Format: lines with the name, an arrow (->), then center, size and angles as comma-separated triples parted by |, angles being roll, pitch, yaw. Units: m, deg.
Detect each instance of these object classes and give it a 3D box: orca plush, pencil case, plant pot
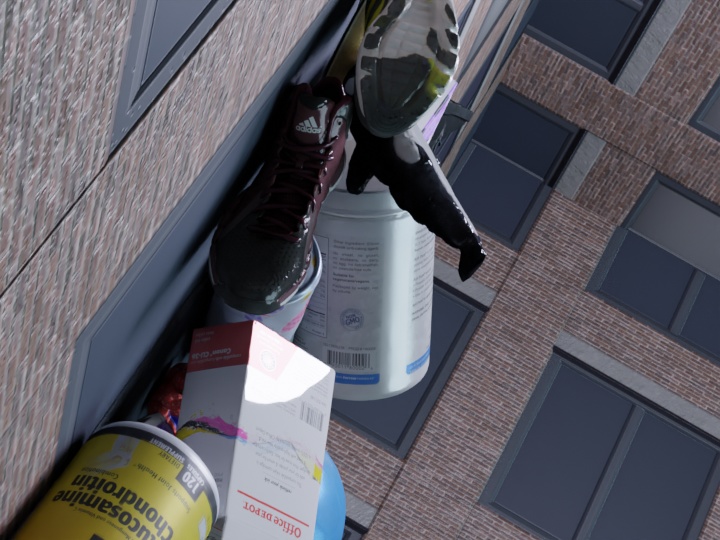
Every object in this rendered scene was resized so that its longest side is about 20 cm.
orca plush -> 0.027, -0.074, 1.271 | 0.071, 0.201, 0.105 | -33, 171, 10
pencil case -> -0.087, 0.033, 1.339 | 0.200, 0.083, 0.091 | 113, -5, -60
plant pot -> 0.014, -0.198, 1.388 | 0.201, 0.027, 0.200 | -61, 176, -8

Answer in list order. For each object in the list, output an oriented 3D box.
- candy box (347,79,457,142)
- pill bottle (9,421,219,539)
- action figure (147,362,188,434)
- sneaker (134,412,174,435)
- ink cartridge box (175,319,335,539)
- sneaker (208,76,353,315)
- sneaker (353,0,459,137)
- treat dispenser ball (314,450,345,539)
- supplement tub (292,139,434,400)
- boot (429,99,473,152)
candy box -> 0.013, -0.104, 1.708 | 0.168, 0.071, 0.200 | -56, 174, -49
pill bottle -> -0.185, 0.205, 1.092 | 0.200, 0.112, 0.112 | -57, 175, -47
action figure -> -0.140, 0.143, 1.386 | 0.065, 0.099, 0.200 | -60, 174, -29
sneaker -> -0.190, 0.203, 1.236 | 0.201, 0.083, 0.081 | -63, 176, 6
ink cartridge box -> -0.088, 0.154, 1.251 | 0.116, 0.067, 0.201 | 36, 53, -46
sneaker -> -0.055, -0.071, 1.177 | 0.116, 0.075, 0.201 | 107, 1, -49
sneaker -> 0.037, -0.183, 1.234 | 0.085, 0.074, 0.201 | 126, -19, -64
treat dispenser ball -> -0.115, 0.247, 1.645 | 0.201, 0.200, 0.201 | -60, 176, -7
supplement tub -> 0.000, 0.000, 1.404 | 0.132, 0.131, 0.201 | -53, 149, -61
boot -> 0.073, -0.157, 2.098 | 0.163, 0.073, 0.198 | -64, 169, 9
